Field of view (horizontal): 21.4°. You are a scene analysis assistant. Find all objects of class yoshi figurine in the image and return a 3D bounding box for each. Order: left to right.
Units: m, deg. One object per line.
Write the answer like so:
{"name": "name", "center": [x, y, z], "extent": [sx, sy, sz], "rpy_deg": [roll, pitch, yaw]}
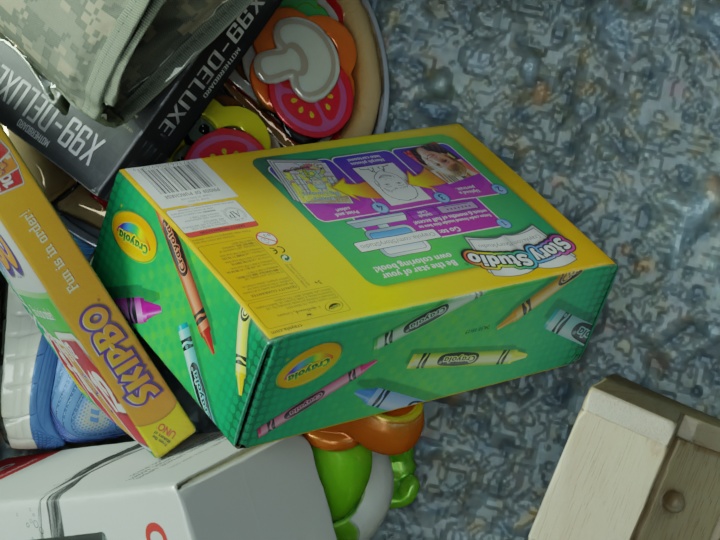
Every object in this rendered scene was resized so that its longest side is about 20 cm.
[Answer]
{"name": "yoshi figurine", "center": [-0.002, 0.127, 0.877], "extent": [0.112, 0.112, 0.201], "rpy_deg": [42, 128, 40]}

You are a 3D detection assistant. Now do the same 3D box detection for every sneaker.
{"name": "sneaker", "center": [-0.128, -0.014, 0.923], "extent": [0.088, 0.079, 0.202], "rpy_deg": [4, 86, -13]}

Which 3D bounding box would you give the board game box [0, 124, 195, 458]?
{"name": "board game box", "center": [-0.142, -0.015, 0.802], "extent": [0.030, 0.095, 0.201], "rpy_deg": [-34, 116, -16]}

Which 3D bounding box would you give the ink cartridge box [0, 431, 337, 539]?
{"name": "ink cartridge box", "center": [-0.102, 0.156, 0.848], "extent": [0.199, 0.083, 0.146], "rpy_deg": [-11, 98, 39]}

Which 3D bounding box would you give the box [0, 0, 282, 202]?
{"name": "box", "center": [-0.137, -0.147, 0.837], "extent": [0.199, 0.050, 0.158], "rpy_deg": [35, 90, 11]}

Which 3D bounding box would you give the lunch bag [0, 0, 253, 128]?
{"name": "lunch bag", "center": [-0.098, -0.178, 0.752], "extent": [0.164, 0.118, 0.200], "rpy_deg": [42, 93, 13]}

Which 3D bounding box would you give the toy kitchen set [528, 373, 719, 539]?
{"name": "toy kitchen set", "center": [0.165, 0.161, 0.823], "extent": [0.199, 0.180, 0.164], "rpy_deg": [22, 93, 11]}

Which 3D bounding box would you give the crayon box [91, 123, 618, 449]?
{"name": "crayon box", "center": [0.000, 0.000, 0.824], "extent": [0.119, 0.199, 0.059], "rpy_deg": [45, 130, 35]}

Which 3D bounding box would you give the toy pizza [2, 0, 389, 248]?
{"name": "toy pizza", "center": [-0.080, -0.098, 0.891], "extent": [0.198, 0.032, 0.202], "rpy_deg": [4, 72, -13]}
